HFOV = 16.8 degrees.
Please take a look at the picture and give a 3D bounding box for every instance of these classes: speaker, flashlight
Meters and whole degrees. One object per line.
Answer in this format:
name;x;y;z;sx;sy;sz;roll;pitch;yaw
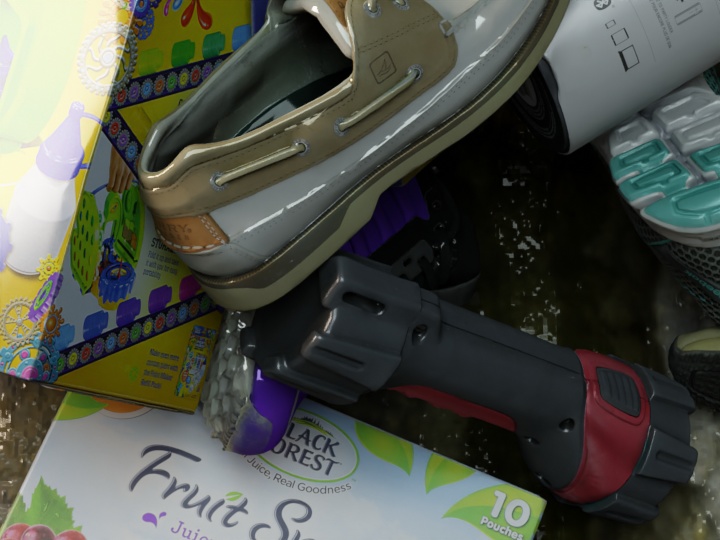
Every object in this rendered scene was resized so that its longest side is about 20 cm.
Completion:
speaker;0.144;-0.129;0.968;0.199;0.081;0.081;-31;74;-7
flashlight;0.044;0.046;0.957;0.199;0.068;0.068;20;93;-35

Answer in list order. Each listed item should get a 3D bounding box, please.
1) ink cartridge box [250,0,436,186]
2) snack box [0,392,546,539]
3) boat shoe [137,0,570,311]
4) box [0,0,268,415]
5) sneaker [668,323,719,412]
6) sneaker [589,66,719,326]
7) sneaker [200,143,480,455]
ink cartridge box;0.022;-0.141;0.968;0.047;0.199;0.200;13;32;22
snack box;-0.042;0.123;0.994;0.199;0.053;0.143;22;71;7
boat shoe;0.002;-0.077;0.886;0.200;0.068;0.075;-48;41;-13
box;-0.147;-0.067;0.944;0.199;0.122;0.194;14;88;28
sneaker;0.219;0.008;1.031;0.199;0.077;0.089;-10;62;-11
sneaker;0.130;-0.048;1.024;0.077;0.091;0.200;-22;35;8
sneaker;0.000;-0.001;1.002;0.099;0.070;0.201;20;47;-5
